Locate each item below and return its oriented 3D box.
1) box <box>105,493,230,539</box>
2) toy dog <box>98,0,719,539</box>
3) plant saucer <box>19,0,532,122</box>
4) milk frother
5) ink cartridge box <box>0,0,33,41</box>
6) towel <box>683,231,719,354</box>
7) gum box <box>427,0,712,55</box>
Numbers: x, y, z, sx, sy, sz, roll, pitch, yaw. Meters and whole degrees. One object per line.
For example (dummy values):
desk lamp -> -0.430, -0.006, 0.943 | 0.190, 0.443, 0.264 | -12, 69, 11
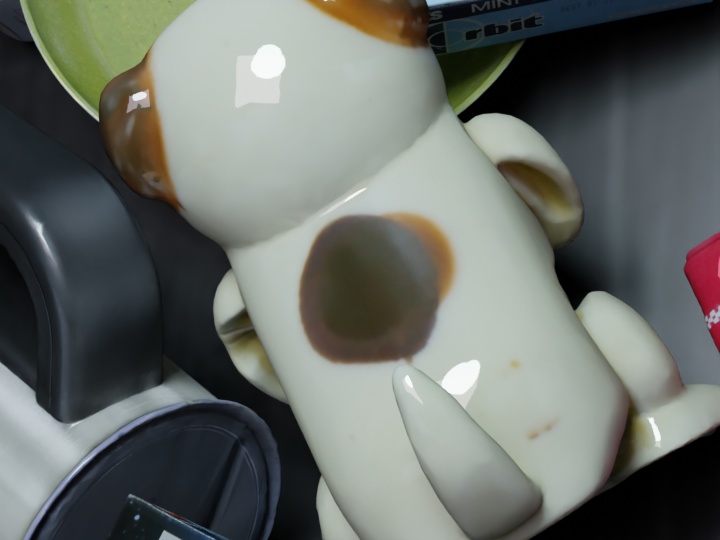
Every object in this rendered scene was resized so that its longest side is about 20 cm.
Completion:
box -> -0.077, 0.181, 0.851 | 0.038, 0.137, 0.200 | 25, 84, 26
toy dog -> 0.000, 0.000, 0.837 | 0.139, 0.194, 0.200 | -33, 82, 20
plant saucer -> -0.026, -0.121, 0.962 | 0.199, 0.031, 0.201 | -2, 71, 6
milk frother -> -0.165, 0.050, 0.883 | 0.200, 0.181, 0.188 | -38, 51, -22
ink cartridge box -> -0.057, -0.188, 1.018 | 0.199, 0.057, 0.163 | -12, 69, 24
towel -> 0.201, 0.049, 0.823 | 0.144, 0.022, 0.201 | -23, 65, 3
gum box -> 0.022, -0.175, 0.936 | 0.169, 0.045, 0.201 | -11, 70, 1
